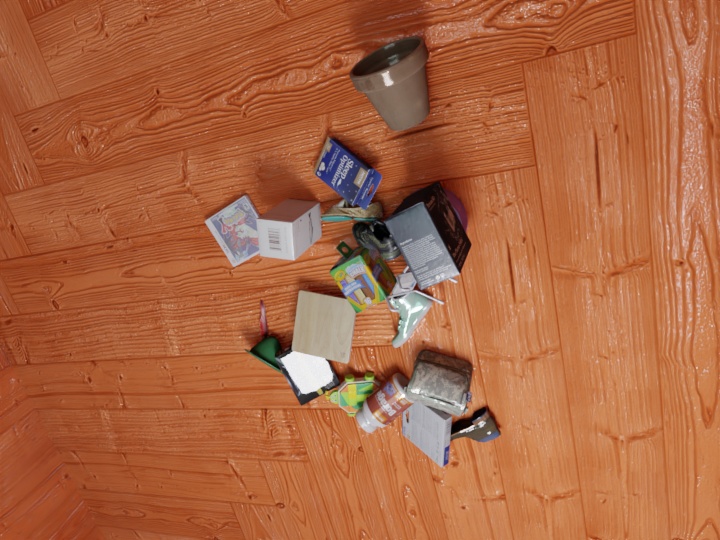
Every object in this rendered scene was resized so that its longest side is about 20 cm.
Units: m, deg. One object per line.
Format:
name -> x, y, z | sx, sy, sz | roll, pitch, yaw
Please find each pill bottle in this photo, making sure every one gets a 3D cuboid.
pill bottle -> 0.082, 0.441, 1.742 | 0.200, 0.112, 0.112 | -43, 94, 15

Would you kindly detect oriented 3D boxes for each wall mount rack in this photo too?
wall mount rack -> 0.167, 0.051, 1.487 | 0.201, 0.172, 0.075 | 111, 143, -54

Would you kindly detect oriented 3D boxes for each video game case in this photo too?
video game case -> -0.398, -0.127, 1.745 | 0.198, 0.023, 0.184 | -25, 103, 29

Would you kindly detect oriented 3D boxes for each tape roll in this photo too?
tape roll -> 0.195, -0.126, 1.478 | 0.197, 0.085, 0.203 | 9, 117, 18

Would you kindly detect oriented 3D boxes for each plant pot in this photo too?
plant pot -> 0.094, -0.452, 1.320 | 0.198, 0.201, 0.176 | -11, 126, 25

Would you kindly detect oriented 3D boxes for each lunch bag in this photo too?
lunch bag -> 0.246, 0.357, 1.633 | 0.197, 0.168, 0.141 | 15, 119, 14

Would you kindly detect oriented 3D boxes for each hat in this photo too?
hat -> -0.302, 0.247, 1.879 | 0.164, 0.177, 0.200 | 25, 165, 22

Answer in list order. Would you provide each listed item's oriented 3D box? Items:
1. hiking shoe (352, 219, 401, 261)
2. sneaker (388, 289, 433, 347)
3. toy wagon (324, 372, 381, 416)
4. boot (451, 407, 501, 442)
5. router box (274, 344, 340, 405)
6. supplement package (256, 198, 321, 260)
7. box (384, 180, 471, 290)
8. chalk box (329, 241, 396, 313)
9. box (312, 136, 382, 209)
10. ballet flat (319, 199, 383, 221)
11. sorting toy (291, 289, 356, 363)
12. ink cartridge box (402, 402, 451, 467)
hiking shoe -> 0.044, -0.110, 1.511 | 0.199, 0.075, 0.102 | 34, 143, 43
sneaker -> 0.124, 0.137, 1.632 | 0.117, 0.074, 0.202 | 31, 111, -2
toy wagon -> -0.023, 0.430, 1.812 | 0.197, 0.040, 0.157 | -4, 114, -4
boot -> 0.360, 0.536, 1.726 | 0.200, 0.075, 0.097 | -39, 93, 29
router box -> -0.181, 0.339, 1.820 | 0.156, 0.052, 0.202 | -26, 104, -2
supplement package -> -0.206, -0.126, 1.567 | 0.116, 0.200, 0.118 | 7, 116, 18
box -> 0.177, -0.093, 1.337 | 0.117, 0.197, 0.201 | -24, 103, 28
chalk box -> 0.000, 0.000, 1.589 | 0.123, 0.125, 0.201 | -26, 104, 29
box -> -0.039, -0.274, 1.502 | 0.199, 0.032, 0.122 | 40, 122, 18
ballet flat -> -0.025, -0.178, 1.562 | 0.197, 0.070, 0.066 | 3, 87, 17
sorting toy -> -0.110, 0.176, 1.718 | 0.196, 0.070, 0.203 | 10, 96, 15
ink cartridge box -> 0.219, 0.519, 1.768 | 0.199, 0.043, 0.199 | 30, 129, 47
